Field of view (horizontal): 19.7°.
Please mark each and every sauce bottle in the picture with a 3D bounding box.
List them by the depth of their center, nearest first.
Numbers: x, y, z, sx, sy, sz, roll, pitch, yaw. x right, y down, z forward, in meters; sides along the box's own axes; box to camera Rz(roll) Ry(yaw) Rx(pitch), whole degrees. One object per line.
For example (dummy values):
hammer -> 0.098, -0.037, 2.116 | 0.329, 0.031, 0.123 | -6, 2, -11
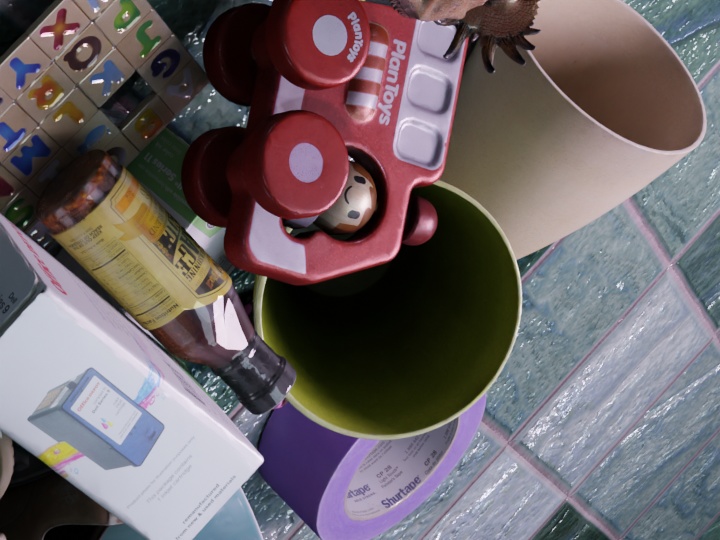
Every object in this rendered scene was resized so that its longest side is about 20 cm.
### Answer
sauce bottle -> -0.119, 0.011, 1.319 | 0.066, 0.066, 0.200 | -45, 114, -3

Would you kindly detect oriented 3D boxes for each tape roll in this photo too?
tape roll -> 0.011, 0.141, 1.822 | 0.199, 0.085, 0.201 | -33, 148, -24

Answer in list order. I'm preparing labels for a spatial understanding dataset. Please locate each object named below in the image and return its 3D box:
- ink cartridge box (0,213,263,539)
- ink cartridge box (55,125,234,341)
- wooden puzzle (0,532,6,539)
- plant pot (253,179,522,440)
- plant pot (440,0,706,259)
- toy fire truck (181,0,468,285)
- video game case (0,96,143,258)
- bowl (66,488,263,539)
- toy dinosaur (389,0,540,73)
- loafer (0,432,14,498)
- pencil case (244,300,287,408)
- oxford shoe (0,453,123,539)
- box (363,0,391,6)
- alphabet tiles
ink cartridge box -> -0.173, 0.063, 1.260 | 0.088, 0.145, 0.200 | -46, 125, -1
ink cartridge box -> -0.158, 0.011, 1.407 | 0.200, 0.067, 0.117 | -51, 162, -2
wooden puzzle -> -0.338, 0.265, 1.469 | 0.184, 0.037, 0.201 | -15, 150, -20
plant pot -> 0.000, 0.000, 1.496 | 0.186, 0.200, 0.189 | -3, 106, -11
plant pot -> 0.134, -0.098, 1.616 | 0.187, 0.188, 0.200 | -10, 149, -49
toy fire truck -> -0.012, -0.088, 1.328 | 0.167, 0.112, 0.202 | 15, 79, -29
video game case -> -0.247, -0.026, 1.312 | 0.201, 0.023, 0.182 | -56, 151, 15
bowl -> -0.160, 0.188, 1.559 | 0.105, 0.202, 0.201 | -29, 153, 8
toy dinosaur -> 0.058, -0.177, 1.226 | 0.199, 0.086, 0.136 | -7, 140, -42
loafer -> -0.287, 0.144, 1.411 | 0.067, 0.076, 0.201 | -17, 144, -34
pencil case -> -0.019, 0.039, 1.640 | 0.199, 0.094, 0.091 | -29, 147, -30
oxford shoe -> -0.233, 0.180, 1.470 | 0.072, 0.085, 0.200 | 0, 161, -41
box -> 0.023, -0.254, 1.289 | 0.199, 0.124, 0.149 | 2, 126, -56
alphabet tiles -> -0.192, -0.084, 1.281 | 0.200, 0.008, 0.167 | -46, 153, -3
